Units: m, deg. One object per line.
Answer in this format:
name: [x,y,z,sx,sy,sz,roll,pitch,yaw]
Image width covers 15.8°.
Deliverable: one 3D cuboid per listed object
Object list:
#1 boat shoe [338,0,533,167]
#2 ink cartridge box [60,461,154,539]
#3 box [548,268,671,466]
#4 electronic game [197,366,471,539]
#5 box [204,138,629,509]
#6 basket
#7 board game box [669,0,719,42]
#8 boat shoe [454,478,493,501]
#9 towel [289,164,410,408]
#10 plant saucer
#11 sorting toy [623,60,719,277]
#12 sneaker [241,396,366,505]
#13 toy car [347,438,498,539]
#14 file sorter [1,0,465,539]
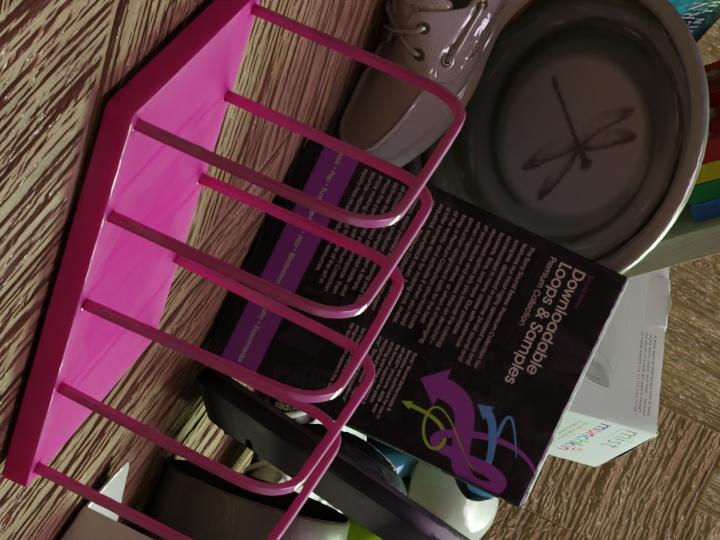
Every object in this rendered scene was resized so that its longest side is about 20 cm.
boat shoe: [0.043,-0.149,1.507,0.200,0.071,0.069,-55,139,4]
ink cartridge box: [-0.146,0.206,1.316,0.200,0.067,0.117,-57,169,-43]
box: [0.124,0.016,1.844,0.097,0.176,0.200,143,-43,-58]
electronic game: [-0.008,0.114,1.464,0.042,0.200,0.200,-56,171,-4]
box: [0.032,0.028,1.453,0.143,0.200,0.036,-64,172,-6]
basket: [-0.088,0.221,1.493,0.180,0.136,0.200,22,-86,56]
board game box: [0.171,-0.176,1.581,0.200,0.135,0.028,129,-47,-54]
boat shoe: [0.095,0.058,1.728,0.200,0.084,0.069,-64,-177,-22]
towel: [0.000,0.000,1.591,0.200,0.024,0.145,-38,151,-75]
plant saucer: [0.122,-0.081,1.521,0.050,0.200,0.201,14,103,-56]
sorting toy: [0.182,-0.067,1.647,0.199,0.200,0.070,-64,136,-65]
sneaker: [-0.064,0.125,1.692,0.200,0.076,0.116,-37,127,-49]
toy car: [0.024,0.105,1.899,0.150,0.175,0.200,53,57,-42]
file sorter: [-0.051,0.006,1.122,0.139,0.125,0.200,-54,166,-56]
